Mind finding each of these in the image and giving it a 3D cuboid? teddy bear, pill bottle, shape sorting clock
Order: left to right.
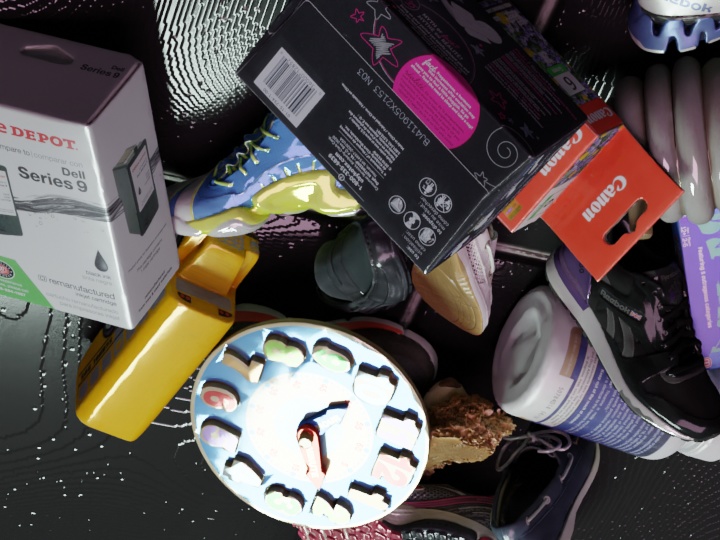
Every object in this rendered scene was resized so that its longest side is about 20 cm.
[{"bbox_3d":[-0.042,0.127,1.661,0.199,0.039,0.201,5,122,7],"label":"shape sorting clock"},{"bbox_3d":[0.037,0.138,1.752,0.144,0.067,0.200,12,156,-20],"label":"teddy bear"},{"bbox_3d":[0.219,0.093,1.719,0.199,0.111,0.111,19,128,-20],"label":"pill bottle"}]

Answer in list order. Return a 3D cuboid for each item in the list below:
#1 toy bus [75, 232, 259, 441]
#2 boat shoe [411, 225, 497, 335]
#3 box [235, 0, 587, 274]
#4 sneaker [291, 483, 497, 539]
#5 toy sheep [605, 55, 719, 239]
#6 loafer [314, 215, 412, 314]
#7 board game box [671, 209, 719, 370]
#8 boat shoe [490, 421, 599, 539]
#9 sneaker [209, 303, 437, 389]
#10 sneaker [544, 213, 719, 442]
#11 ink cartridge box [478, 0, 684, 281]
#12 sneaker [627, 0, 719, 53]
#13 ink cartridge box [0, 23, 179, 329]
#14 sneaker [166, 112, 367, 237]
[{"bbox_3d":[-0.158,0.044,1.670,0.065,0.079,0.200,25,126,-24],"label":"toy bus"},{"bbox_3d":[0.081,-0.018,1.637,0.071,0.069,0.200,27,159,23],"label":"boat shoe"},{"bbox_3d":[0.037,-0.122,1.453,0.200,0.115,0.132,47,123,7],"label":"box"},{"bbox_3d":[0.030,0.212,1.758,0.199,0.075,0.081,14,131,14],"label":"sneaker"},{"bbox_3d":[0.243,-0.094,1.542,0.199,0.138,0.138,-4,132,7],"label":"toy sheep"},{"bbox_3d":[0.000,0.000,1.593,0.070,0.068,0.201,-10,170,-6],"label":"loafer"},{"bbox_3d":[0.353,-0.012,1.642,0.199,0.045,0.153,-12,114,1],"label":"board game box"},{"bbox_3d":[0.149,0.170,1.733,0.075,0.200,0.062,-11,123,31],"label":"boat shoe"},{"bbox_3d":[-0.032,0.087,1.715,0.199,0.082,0.077,7,131,-10],"label":"sneaker"},{"bbox_3d":[0.229,0.041,1.623,0.076,0.200,0.088,-24,161,-42],"label":"sneaker"},{"bbox_3d":[0.129,-0.091,1.511,0.200,0.050,0.109,48,123,11],"label":"ink cartridge box"},{"bbox_3d":[0.275,-0.230,1.453,0.198,0.081,0.115,-15,133,12],"label":"sneaker"},{"bbox_3d":[-0.226,-0.069,1.527,0.145,0.084,0.201,14,136,21],"label":"ink cartridge box"},{"bbox_3d":[-0.068,-0.090,1.575,0.199,0.076,0.106,-8,114,4],"label":"sneaker"}]
